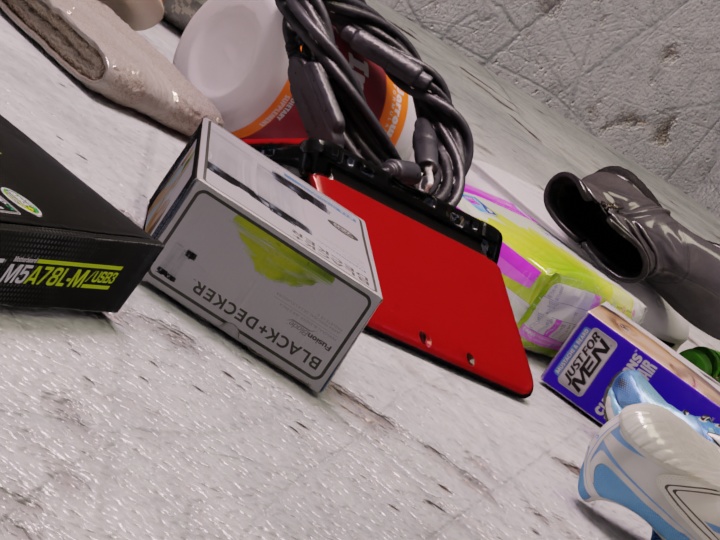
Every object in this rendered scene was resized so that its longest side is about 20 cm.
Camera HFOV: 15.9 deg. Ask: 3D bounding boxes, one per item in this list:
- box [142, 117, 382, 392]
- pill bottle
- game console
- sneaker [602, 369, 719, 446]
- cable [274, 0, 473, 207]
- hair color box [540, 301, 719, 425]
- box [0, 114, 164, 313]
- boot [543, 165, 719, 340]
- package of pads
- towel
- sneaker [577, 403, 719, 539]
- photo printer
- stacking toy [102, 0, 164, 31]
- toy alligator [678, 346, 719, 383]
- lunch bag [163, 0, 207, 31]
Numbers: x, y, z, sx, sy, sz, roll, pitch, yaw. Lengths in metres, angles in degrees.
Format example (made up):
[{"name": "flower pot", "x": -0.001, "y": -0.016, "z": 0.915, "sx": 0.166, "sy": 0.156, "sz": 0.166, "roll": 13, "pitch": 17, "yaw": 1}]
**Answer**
[{"name": "box", "x": -0.054, "y": -0.012, "z": 1.369, "sx": 0.117, "sy": 0.060, "sz": 0.200, "roll": 33, "pitch": 9, "yaw": -8}, {"name": "pill bottle", "x": -0.032, "y": -0.122, "z": 1.854, "sx": 0.200, "sy": 0.113, "sz": 0.113, "roll": 25, "pitch": 13, "yaw": -45}, {"name": "game console", "x": 0.000, "y": 0.000, "z": 1.642, "sx": 0.172, "sy": 0.119, "sz": 0.200, "roll": 1, "pitch": -16, "yaw": 40}, {"name": "sneaker", "x": 0.248, "y": 0.122, "z": 1.672, "sx": 0.200, "sy": 0.090, "sz": 0.078, "roll": 37, "pitch": 9, "yaw": 20}, {"name": "cable", "x": 0.010, "y": -0.131, "z": 1.749, "sx": 0.163, "sy": 0.051, "sz": 0.200, "roll": 9, "pitch": 51, "yaw": -50}, {"name": "hair color box", "x": 0.227, "y": 0.105, "z": 1.781, "sx": 0.200, "sy": 0.065, "sz": 0.109, "roll": 35, "pitch": 9, "yaw": 8}, {"name": "box", "x": -0.202, "y": -0.057, "z": 1.105, "sx": 0.200, "sy": 0.048, "sz": 0.193, "roll": 38, "pitch": 12, "yaw": 16}, {"name": "boot", "x": 0.229, "y": -0.003, "z": 1.980, "sx": 0.200, "sy": 0.070, "sz": 0.132, "roll": 37, "pitch": 17, "yaw": 12}, {"name": "package of pads", "x": 0.114, "y": 0.001, "z": 1.892, "sx": 0.154, "sy": 0.068, "sz": 0.200, "roll": 39, "pitch": 10, "yaw": 26}, {"name": "towel", "x": -0.185, "y": -0.161, "z": 1.755, "sx": 0.200, "sy": 0.035, "sz": 0.132, "roll": 42, "pitch": 12, "yaw": 37}, {"name": "sneaker", "x": 0.215, "y": 0.145, "z": 1.473, "sx": 0.200, "sy": 0.073, "sz": 0.072, "roll": 31, "pitch": 36, "yaw": -11}, {"name": "photo printer", "x": 0.170, "y": 0.000, "z": 2.093, "sx": 0.200, "sy": 0.070, "sz": 0.166, "roll": 42, "pitch": 11, "yaw": 35}, {"name": "stacking toy", "x": -0.166, "y": -0.291, "z": 1.898, "sx": 0.146, "sy": 0.200, "sz": 0.146, "roll": 29, "pitch": -14, "yaw": 8}, {"name": "toy alligator", "x": 0.284, "y": 0.092, "z": 2.078, "sx": 0.059, "sy": 0.054, "sz": 0.200, "roll": 40, "pitch": 10, "yaw": 27}, {"name": "lunch bag", "x": -0.139, "y": -0.273, "z": 2.224, "sx": 0.200, "sy": 0.139, "sz": 0.168, "roll": 35, "pitch": 25, "yaw": 4}]
